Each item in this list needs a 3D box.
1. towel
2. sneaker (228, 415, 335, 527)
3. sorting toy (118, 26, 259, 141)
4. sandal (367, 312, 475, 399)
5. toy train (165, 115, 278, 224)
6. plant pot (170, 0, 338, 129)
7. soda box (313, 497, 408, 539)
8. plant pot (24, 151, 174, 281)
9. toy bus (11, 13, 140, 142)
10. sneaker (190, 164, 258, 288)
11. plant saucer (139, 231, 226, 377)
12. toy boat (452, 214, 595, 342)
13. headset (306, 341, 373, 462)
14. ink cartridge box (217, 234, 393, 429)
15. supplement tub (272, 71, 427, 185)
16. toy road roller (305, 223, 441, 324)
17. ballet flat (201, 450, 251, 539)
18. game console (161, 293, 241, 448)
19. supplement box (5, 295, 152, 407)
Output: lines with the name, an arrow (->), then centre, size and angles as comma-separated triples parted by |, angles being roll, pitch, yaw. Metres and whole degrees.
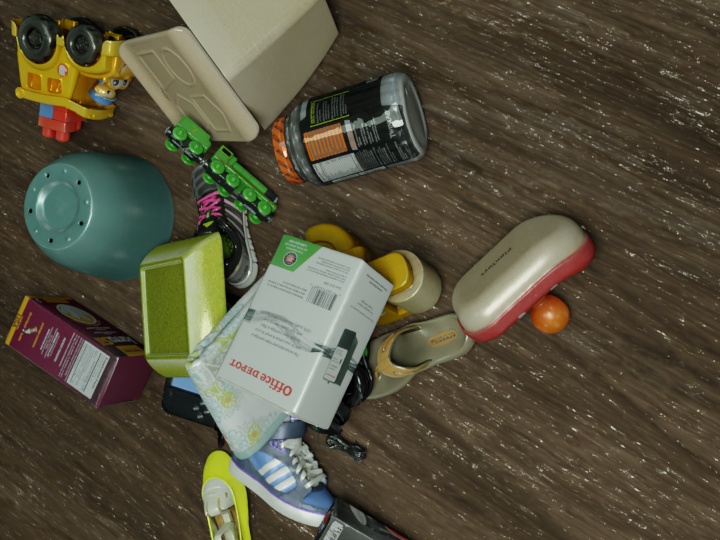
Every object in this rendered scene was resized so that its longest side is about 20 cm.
towel -> -0.139, 0.125, 1.188 | 0.048, 0.200, 0.173 | 1, 128, 39
sneaker -> -0.092, 0.256, 1.247 | 0.198, 0.080, 0.149 | 25, 100, 25
sorting toy -> -0.244, -0.263, 1.259 | 0.199, 0.186, 0.037 | 7, 50, 52
sandal -> 0.065, 0.115, 1.208 | 0.198, 0.054, 0.081 | -27, 78, 24
toy train -> -0.200, -0.147, 1.288 | 0.199, 0.057, 0.042 | 41, 136, -11
plant pot -> -0.146, -0.360, 1.249 | 0.176, 0.200, 0.201 | -37, 76, 1
soda box -> 0.034, 0.389, 1.170 | 0.198, 0.071, 0.064 | 31, 98, -2
plant pot -> -0.412, -0.089, 1.341 | 0.197, 0.161, 0.204 | -1, 86, 20
toy bus -> -0.444, -0.298, 1.388 | 0.197, 0.136, 0.195 | 13, 105, 18
sneaker -> -0.213, -0.072, 1.305 | 0.073, 0.087, 0.203 | -21, 80, 18
plant saucer -> -0.264, 0.055, 1.269 | 0.198, 0.047, 0.204 | -8, 85, 50
toy boat -> 0.223, 0.027, 1.136 | 0.200, 0.131, 0.131 | -43, 107, 10
headset -> -0.020, 0.179, 1.186 | 0.093, 0.124, 0.202 | 27, 134, 17
ink cartridge box -> -0.069, 0.075, 1.093 | 0.145, 0.083, 0.202 | 19, 79, 38
supplement tub -> -0.015, -0.191, 1.219 | 0.197, 0.122, 0.125 | -12, 83, 19
toy road roller -> 0.000, 0.000, 1.209 | 0.197, 0.123, 0.148 | -19, 70, 19
ballet flat -> -0.198, 0.367, 1.289 | 0.066, 0.067, 0.203 | -16, 82, 19
game console -> -0.228, 0.134, 1.284 | 0.170, 0.118, 0.204 | 13, 91, 20
supplement box -> -0.432, 0.122, 1.364 | 0.198, 0.110, 0.087 | 29, 97, 19
